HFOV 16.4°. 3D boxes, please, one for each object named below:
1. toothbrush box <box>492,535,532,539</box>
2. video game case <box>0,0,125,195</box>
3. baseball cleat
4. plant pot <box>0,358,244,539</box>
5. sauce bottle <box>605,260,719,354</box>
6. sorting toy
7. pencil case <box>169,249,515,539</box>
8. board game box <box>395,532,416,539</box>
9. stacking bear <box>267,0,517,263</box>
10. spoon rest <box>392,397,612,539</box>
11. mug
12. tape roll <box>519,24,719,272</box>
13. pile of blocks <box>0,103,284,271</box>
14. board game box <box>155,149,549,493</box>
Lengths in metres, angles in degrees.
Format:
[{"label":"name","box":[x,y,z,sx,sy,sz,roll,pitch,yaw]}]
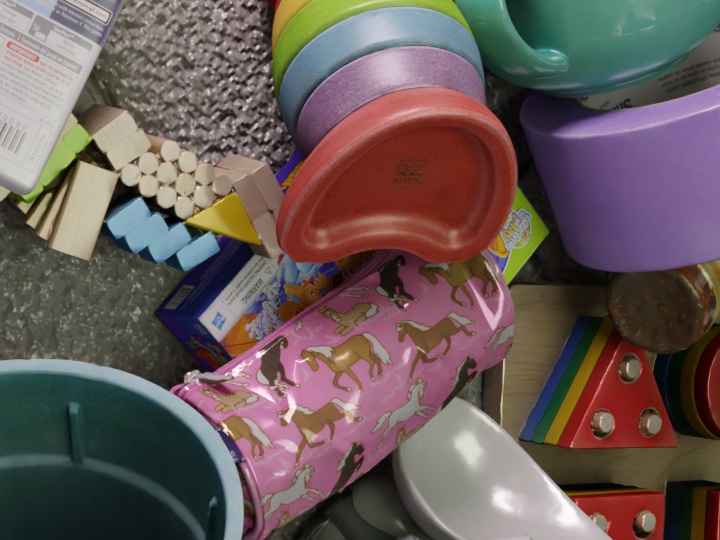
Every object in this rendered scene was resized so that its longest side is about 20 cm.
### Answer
[{"label":"toothbrush box","box":[0.030,0.243,1.236,0.145,0.086,0.201,-8,92,0]},{"label":"video game case","box":[-0.205,-0.160,1.172,0.199,0.023,0.183,28,77,-14]},{"label":"baseball cleat","box":[0.039,0.209,1.383,0.106,0.070,0.200,-41,98,-15]},{"label":"plant pot","box":[-0.146,0.178,1.095,0.200,0.200,0.197,-30,138,-31]},{"label":"sauce bottle","box":[0.203,-0.023,1.456,0.200,0.066,0.066,-49,122,-51]},{"label":"sorting toy","box":[0.168,0.110,1.472,0.199,0.069,0.200,2,92,-36]},{"label":"pencil case","box":[-0.010,0.054,1.276,0.200,0.083,0.087,-34,143,-29]},{"label":"board game box","box":[0.015,0.264,1.311,0.147,0.064,0.201,-31,96,0]},{"label":"stacking bear","box":[0.001,-0.115,1.278,0.121,0.114,0.201,0,49,-23]},{"label":"spoon rest","box":[0.093,0.146,1.357,0.200,0.061,0.100,46,35,-14]},{"label":"mug","box":[0.113,-0.157,1.365,0.184,0.152,0.115,-23,111,-19]},{"label":"tape roll","box":[0.195,-0.081,1.397,0.200,0.200,0.085,-33,111,-30]},{"label":"pile of blocks","box":[-0.127,-0.044,1.254,0.199,0.062,0.082,23,87,-27]},{"label":"board game box","box":[0.000,0.000,1.356,0.200,0.045,0.135,-50,120,-22]}]
